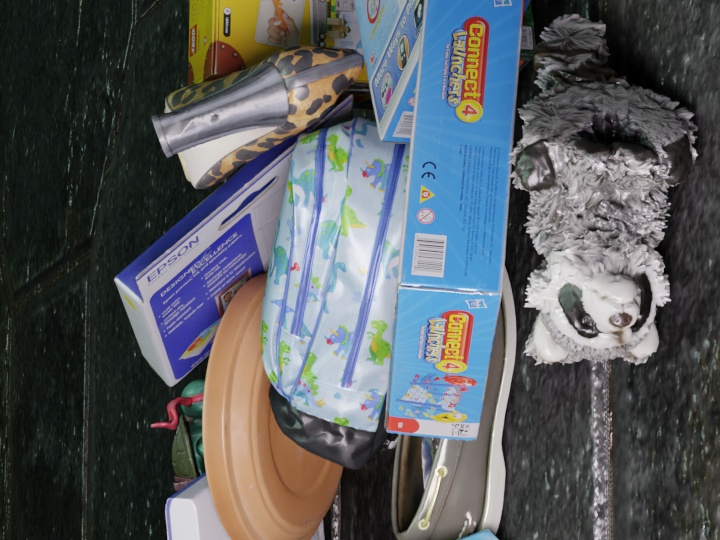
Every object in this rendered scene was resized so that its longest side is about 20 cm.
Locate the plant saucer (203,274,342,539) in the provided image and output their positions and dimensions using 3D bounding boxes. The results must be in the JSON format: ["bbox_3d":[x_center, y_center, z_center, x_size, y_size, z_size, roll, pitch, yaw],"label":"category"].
[{"bbox_3d":[-0.053,0.102,1.734,0.200,0.032,0.201,-1,-90,-66],"label":"plant saucer"}]

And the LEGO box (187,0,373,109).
[{"bbox_3d":[-0.041,-0.223,1.743,0.077,0.149,0.200,162,110,-71],"label":"LEGO box"}]

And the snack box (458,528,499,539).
[{"bbox_3d":[0.021,0.256,1.529,0.037,0.116,0.200,46,136,32],"label":"snack box"}]

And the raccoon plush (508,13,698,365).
[{"bbox_3d":[0.134,-0.038,1.336,0.200,0.097,0.134,-70,-16,-57],"label":"raccoon plush"}]

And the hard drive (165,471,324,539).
[{"bbox_3d":[-0.079,0.195,1.767,0.200,0.025,0.132,-32,-59,-63],"label":"hard drive"}]

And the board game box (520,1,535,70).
[{"bbox_3d":[0.066,-0.150,1.604,0.200,0.023,0.105,135,137,-65],"label":"board game box"}]

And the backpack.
[{"bbox_3d":[0.000,0.000,1.617,0.200,0.154,0.163,-62,1,26],"label":"backpack"}]

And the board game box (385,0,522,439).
[{"bbox_3d":[0.053,-0.032,1.416,0.196,0.056,0.200,92,-177,-63],"label":"board game box"}]

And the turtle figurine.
[{"bbox_3d":[-0.095,0.153,1.894,0.150,0.101,0.200,-35,-65,-71],"label":"turtle figurine"}]

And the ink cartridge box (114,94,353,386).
[{"bbox_3d":[-0.084,-0.029,1.716,0.047,0.198,0.200,43,164,21],"label":"ink cartridge box"}]

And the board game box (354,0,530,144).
[{"bbox_3d":[0.051,-0.215,1.538,0.200,0.056,0.196,115,152,-50],"label":"board game box"}]

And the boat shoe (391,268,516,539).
[{"bbox_3d":[0.054,0.074,1.534,0.072,0.060,0.202,0,87,60],"label":"boat shoe"}]

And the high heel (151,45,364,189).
[{"bbox_3d":[-0.061,-0.110,1.665,0.200,0.142,0.072,-53,-57,-88],"label":"high heel"}]
